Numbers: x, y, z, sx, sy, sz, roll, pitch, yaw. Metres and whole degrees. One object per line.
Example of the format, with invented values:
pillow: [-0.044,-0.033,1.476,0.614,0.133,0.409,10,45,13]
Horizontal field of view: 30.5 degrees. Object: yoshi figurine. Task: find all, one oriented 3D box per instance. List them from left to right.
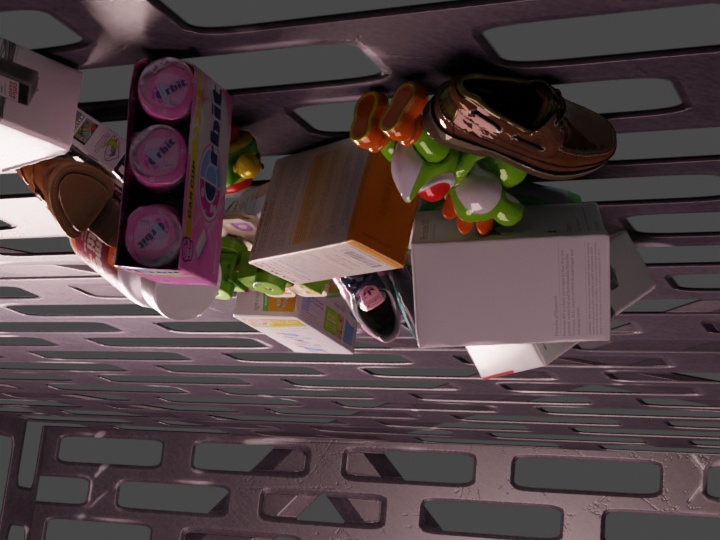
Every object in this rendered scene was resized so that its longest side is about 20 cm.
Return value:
yoshi figurine: [0.093,-0.120,1.279,0.199,0.113,0.112,33,117,-34]

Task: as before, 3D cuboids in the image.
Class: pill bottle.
pill bottle: [-0.254,-0.022,1.556,0.109,0.110,0.200,21,-173,-45]

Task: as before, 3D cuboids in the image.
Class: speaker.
speaker: [0.141,-0.056,1.459,0.198,0.089,0.089,5,165,3]

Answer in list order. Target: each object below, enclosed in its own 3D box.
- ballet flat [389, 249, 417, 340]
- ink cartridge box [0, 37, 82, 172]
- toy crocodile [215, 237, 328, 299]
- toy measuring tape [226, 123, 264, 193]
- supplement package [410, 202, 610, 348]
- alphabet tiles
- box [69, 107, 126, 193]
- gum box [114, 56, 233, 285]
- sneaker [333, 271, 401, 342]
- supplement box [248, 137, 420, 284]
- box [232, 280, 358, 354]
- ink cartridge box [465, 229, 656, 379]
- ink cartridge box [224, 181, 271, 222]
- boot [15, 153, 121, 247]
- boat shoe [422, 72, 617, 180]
ballet flat: [0.062,-0.007,1.545,0.073,0.201,0.073,-22,-162,8]
ink cartridge box: [-0.387,-0.172,1.247,0.146,0.084,0.199,-8,159,44]
toy crocodile: [-0.125,0.001,1.556,0.199,0.068,0.062,-3,151,35]
toy measuring tape: [-0.163,-0.124,1.404,0.073,0.074,0.199,20,177,-41]
supplement package: [0.155,0.003,1.373,0.198,0.118,0.117,-3,-161,5]
alphabet tiles: [-0.124,-0.017,1.620,0.194,0.015,0.200,-1,151,32]
box: [-0.260,-0.113,1.416,0.110,0.035,0.200,34,173,17]
gum box: [-0.173,-0.093,1.244,0.065,0.202,0.113,2,172,12]
sneaker: [0.000,0.000,1.543,0.070,0.082,0.201,-31,126,1]
supplement box: [-0.025,-0.063,1.390,0.073,0.127,0.199,25,161,-32]
box: [-0.084,0.039,1.851,0.100,0.114,0.200,1,164,24]
ink cartridge box: [0.235,0.042,1.596,0.199,0.084,0.144,-30,-177,-28]
ink cartridge box: [-0.103,-0.038,1.639,0.162,0.051,0.199,30,155,-31]
boot: [-0.328,-0.105,1.417,0.155,0.077,0.200,38,-178,17]
boat shoe: [0.158,-0.133,1.193,0.198,0.073,0.068,4,153,-26]
